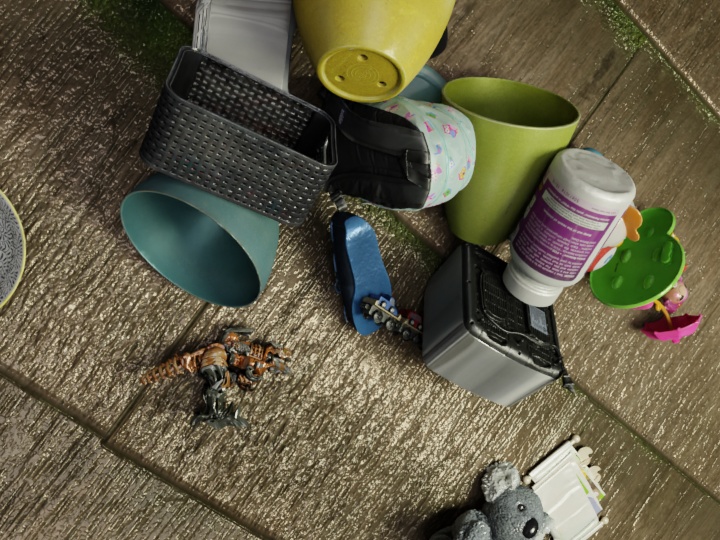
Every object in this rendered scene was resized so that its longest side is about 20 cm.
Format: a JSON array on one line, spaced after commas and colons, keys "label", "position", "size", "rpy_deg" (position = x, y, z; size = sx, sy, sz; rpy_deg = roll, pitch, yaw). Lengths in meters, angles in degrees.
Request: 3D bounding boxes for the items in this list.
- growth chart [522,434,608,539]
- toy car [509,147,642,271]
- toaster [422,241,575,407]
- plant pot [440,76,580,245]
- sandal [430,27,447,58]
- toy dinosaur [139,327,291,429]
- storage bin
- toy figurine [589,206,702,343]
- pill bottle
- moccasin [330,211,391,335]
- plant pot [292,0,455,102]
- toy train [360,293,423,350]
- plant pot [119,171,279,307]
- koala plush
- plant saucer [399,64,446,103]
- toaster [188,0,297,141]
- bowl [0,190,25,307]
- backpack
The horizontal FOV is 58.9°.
[{"label": "growth chart", "position": [0.366, 0.398, 1.116], "size": [0.144, 0.018, 0.201], "rpy_deg": [-28, 105, -10]}, {"label": "toy car", "position": [0.348, -0.068, 0.943], "size": [0.184, 0.200, 0.177], "rpy_deg": [-39, 106, -6]}, {"label": "toaster", "position": [0.195, 0.086, 0.930], "size": [0.180, 0.201, 0.119], "rpy_deg": [27, 132, -18]}, {"label": "plant pot", "position": [0.187, -0.144, 0.901], "size": [0.185, 0.188, 0.201], "rpy_deg": [-2, 125, -15]}, {"label": "sandal", "position": [0.071, -0.330, 0.845], "size": [0.076, 0.200, 0.043], "rpy_deg": [-29, 71, 14]}, {"label": "toy dinosaur", "position": [-0.198, 0.149, 0.899], "size": [0.198, 0.102, 0.137], "rpy_deg": [-3, 84, 3]}, {"label": "storage bin", "position": [-0.135, -0.153, 0.734], "size": [0.199, 0.136, 0.094], "rpy_deg": [21, 125, -20]}, {"label": "toy figurine", "position": [0.497, 0.029, 1.058], "size": [0.184, 0.149, 0.201], "rpy_deg": [44, 61, -30]}, {"label": "pill bottle", "position": [0.267, -0.050, 0.850], "size": [0.111, 0.113, 0.201], "rpy_deg": [7, 130, -16]}, {"label": "moccasin", "position": [0.000, 0.000, 0.923], "size": [0.080, 0.068, 0.201], "rpy_deg": [-22, 127, -24]}, {"label": "plant pot", "position": [0.008, -0.280, 0.726], "size": [0.198, 0.200, 0.143], "rpy_deg": [14, 71, -17]}, {"label": "toy train", "position": [0.072, 0.081, 0.946], "size": [0.199, 0.034, 0.046], "rpy_deg": [32, 79, -40]}, {"label": "plant pot", "position": [-0.183, -0.069, 0.819], "size": [0.200, 0.200, 0.135], "rpy_deg": [42, 54, -17]}, {"label": "koala plush", "position": [0.221, 0.423, 1.025], "size": [0.178, 0.184, 0.200], "rpy_deg": [49, 63, -5]}, {"label": "plant saucer", "position": [0.061, -0.209, 0.933], "size": [0.198, 0.027, 0.202], "rpy_deg": [-3, 100, -15]}, {"label": "toaster", "position": [-0.151, -0.263, 0.823], "size": [0.128, 0.114, 0.202], "rpy_deg": [6, 99, -12]}, {"label": "bowl", "position": [-0.502, -0.035, 0.769], "size": [0.199, 0.094, 0.203], "rpy_deg": [-3, 99, -16]}, {"label": "backpack", "position": [0.044, -0.154, 0.811], "size": [0.126, 0.199, 0.168], "rpy_deg": [-28, 124, -34]}]
